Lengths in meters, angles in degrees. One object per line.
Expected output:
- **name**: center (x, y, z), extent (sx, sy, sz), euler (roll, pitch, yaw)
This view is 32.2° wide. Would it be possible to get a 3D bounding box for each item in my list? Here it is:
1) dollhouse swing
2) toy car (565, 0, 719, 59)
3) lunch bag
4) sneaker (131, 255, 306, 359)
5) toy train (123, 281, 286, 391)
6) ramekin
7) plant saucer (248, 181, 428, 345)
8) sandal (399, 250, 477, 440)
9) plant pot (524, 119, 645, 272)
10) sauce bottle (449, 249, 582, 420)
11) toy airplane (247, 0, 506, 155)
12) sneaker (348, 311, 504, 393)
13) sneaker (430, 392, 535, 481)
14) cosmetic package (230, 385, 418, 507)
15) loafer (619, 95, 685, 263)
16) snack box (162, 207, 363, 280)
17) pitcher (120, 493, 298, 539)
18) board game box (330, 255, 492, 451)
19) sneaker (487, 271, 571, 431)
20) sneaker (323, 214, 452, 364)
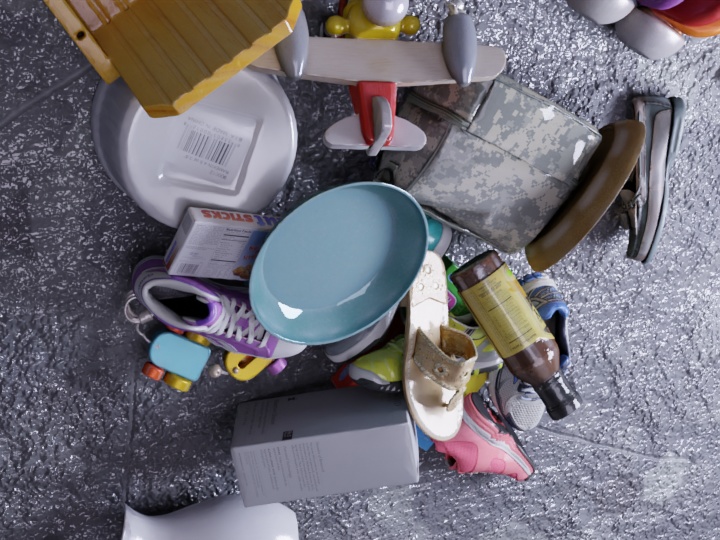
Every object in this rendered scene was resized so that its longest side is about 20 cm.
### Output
- **dollhouse swing**: center (-0.181, -0.269, 1.115), extent (0.200, 0.176, 0.182), euler (-36, 122, -2)
- **toy car**: center (0.327, -0.318, 1.315), extent (0.200, 0.150, 0.175), euler (26, 102, -30)
- **lunch bag**: center (0.127, -0.121, 1.330), extent (0.200, 0.139, 0.168), euler (24, 97, -31)
- **sneaker**: center (-0.136, 0.051, 1.269), extent (0.200, 0.114, 0.073), euler (19, 94, -18)
- **toy train**: center (-0.151, 0.048, 1.352), extent (0.199, 0.056, 0.151), euler (-14, 103, -10)
- **ramekin**: center (-0.158, -0.136, 1.232), extent (0.200, 0.098, 0.201), euler (-9, 117, -19)
- **plant saucer**: center (-0.026, -0.013, 1.260), extent (0.199, 0.036, 0.201), euler (-17, 134, -19)
- **sandal**: center (0.090, 0.084, 1.330), extent (0.077, 0.070, 0.213), euler (-13, 98, -34)
- **plant pot**: center (0.239, -0.088, 1.372), extent (0.027, 0.200, 0.200), euler (35, 98, -7)
- **sauce bottle**: center (0.175, 0.073, 1.379), extent (0.065, 0.065, 0.200), euler (-33, 96, -5)
- **toy airplane**: center (0.013, -0.210, 1.189), extent (0.200, 0.199, 0.141), euler (-42, 162, -33)
- **sneaker**: center (0.074, 0.084, 1.405), extent (0.199, 0.075, 0.077), euler (-13, 111, -28)
- **sneaker**: center (0.146, 0.217, 1.531), extent (0.087, 0.074, 0.200), euler (-36, 140, 8)
- **cosmetic package**: center (-0.037, 0.190, 1.390), extent (0.199, 0.113, 0.081), euler (-11, 111, 3)
- **loafer**: center (0.331, -0.109, 1.474), extent (0.063, 0.072, 0.201), euler (8, 105, -4)
- **snack box**: center (-0.095, -0.021, 1.258), extent (0.199, 0.024, 0.072), euler (5, 130, -36)
- **pitcher**: center (-0.179, 0.336, 1.448), extent (0.199, 0.122, 0.172), euler (1, 134, -11)
- **board game box**: center (0.085, 0.097, 1.476), extent (0.153, 0.040, 0.200), euler (36, 97, -31)
- **sneaker**: center (0.202, 0.108, 1.455), extent (0.077, 0.085, 0.201), euler (-7, 117, -19)
- **sneaker**: center (0.000, 0.000, 1.368), extent (0.121, 0.084, 0.200), euler (36, 93, -34)
